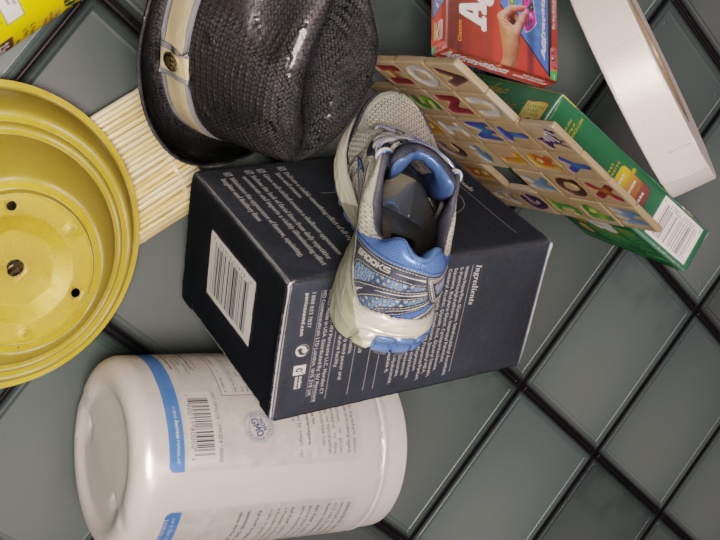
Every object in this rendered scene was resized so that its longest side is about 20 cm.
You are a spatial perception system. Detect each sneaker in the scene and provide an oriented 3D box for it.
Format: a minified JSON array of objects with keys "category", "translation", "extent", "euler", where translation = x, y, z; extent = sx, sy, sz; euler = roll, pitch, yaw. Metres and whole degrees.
[{"category":"sneaker","translation":[0.030,-0.048,0.700],"extent":[0.077,0.200,0.085],"euler":[12,135,-13]}]

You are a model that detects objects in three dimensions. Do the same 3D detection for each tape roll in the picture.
[{"category":"tape roll","translation":[0.206,-0.150,0.877],"extent":[0.037,0.203,0.203],"euler":[-25,124,19]}]

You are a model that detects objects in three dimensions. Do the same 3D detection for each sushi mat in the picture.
[{"category":"sushi mat","translation":[-0.193,-0.035,0.769],"extent":[0.200,0.012,0.096],"euler":[-36,119,-17]}]

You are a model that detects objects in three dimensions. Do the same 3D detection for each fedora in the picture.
[{"category":"fedora","translation":[-0.046,-0.142,0.737],"extent":[0.201,0.092,0.201],"euler":[-40,148,-31]}]

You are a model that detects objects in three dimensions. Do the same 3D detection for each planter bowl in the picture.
[{"category":"planter bowl","translation":[-0.215,-0.010,0.706],"extent":[0.200,0.083,0.201],"euler":[-9,108,-29]}]

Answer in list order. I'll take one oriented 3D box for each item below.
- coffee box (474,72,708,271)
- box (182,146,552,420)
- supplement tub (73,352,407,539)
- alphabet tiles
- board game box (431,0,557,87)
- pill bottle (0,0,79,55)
[{"category":"coffee box","translation":[0.168,-0.076,0.913],"extent":[0.200,0.123,0.044],"euler":[34,88,-33]},{"category":"box","translation":[0.000,0.000,0.805],"extent":[0.200,0.148,0.107],"euler":[-9,125,-29]},{"category":"supplement tub","translation":[-0.083,0.122,0.814],"extent":[0.200,0.132,0.132],"euler":[2,104,-32]},{"category":"alphabet tiles","translation":[0.098,-0.091,0.837],"extent":[0.200,0.167,0.008],"euler":[36,79,-34]},{"category":"board game box","translation":[0.096,-0.237,0.833],"extent":[0.103,0.019,0.201],"euler":[9,76,-32]},{"category":"pill bottle","translation":[-0.178,-0.208,0.667],"extent":[0.200,0.109,0.109],"euler":[-40,121,-15]}]
